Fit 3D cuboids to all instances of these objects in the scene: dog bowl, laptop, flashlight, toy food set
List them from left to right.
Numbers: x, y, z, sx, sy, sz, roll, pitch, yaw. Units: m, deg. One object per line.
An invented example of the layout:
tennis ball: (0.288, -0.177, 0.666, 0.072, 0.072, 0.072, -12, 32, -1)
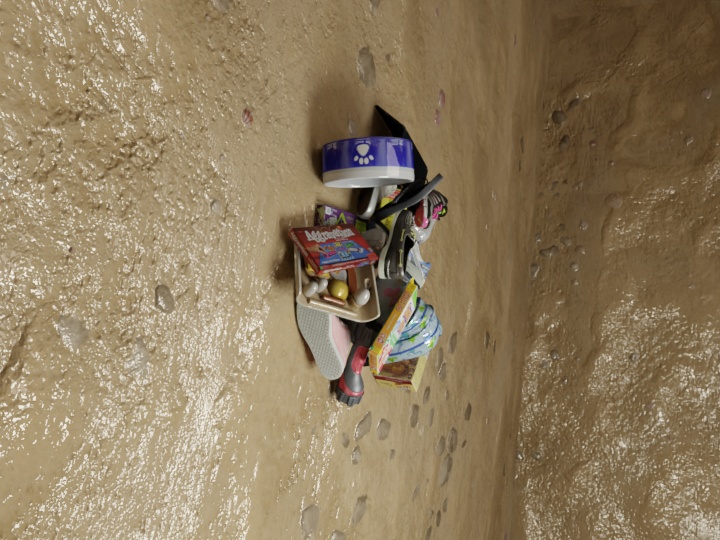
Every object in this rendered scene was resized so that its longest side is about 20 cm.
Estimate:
toy food set: (-0.048, 0.010, 1.104, 0.197, 0.060, 0.147, 20, 48, -36)
flashlight: (0.000, 0.202, 1.216, 0.069, 0.066, 0.204, -107, -147, -59)
dog bowl: (0.015, -0.224, 1.167, 0.199, 0.195, 0.082, -9, 97, -60)
laptop: (0.094, -0.288, 1.405, 0.103, 0.200, 0.177, -43, 143, 1)

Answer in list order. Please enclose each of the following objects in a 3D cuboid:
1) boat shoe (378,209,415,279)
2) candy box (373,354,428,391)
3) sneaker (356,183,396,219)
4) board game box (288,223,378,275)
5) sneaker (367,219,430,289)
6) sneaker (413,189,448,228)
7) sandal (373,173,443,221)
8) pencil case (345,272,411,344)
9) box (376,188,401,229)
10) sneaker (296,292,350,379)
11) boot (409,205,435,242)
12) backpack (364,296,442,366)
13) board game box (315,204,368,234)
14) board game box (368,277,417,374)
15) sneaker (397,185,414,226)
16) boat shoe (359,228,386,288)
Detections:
boat shoe: (0.092, -0.060, 1.232, 0.073, 0.059, 0.204, 76, 27, -47)
candy box: (0.122, 0.216, 1.479, 0.203, 0.112, 0.056, -66, 144, -34)
sneaker: (0.051, -0.195, 1.330, 0.084, 0.072, 0.204, 34, 54, -25)
board game box: (-0.049, -0.048, 1.113, 0.104, 0.020, 0.198, 52, 31, 17)
sneaker: (0.096, -0.052, 1.338, 0.201, 0.077, 0.085, 50, 65, -15)
sneaker: (0.194, -0.166, 1.479, 0.201, 0.085, 0.075, -75, -175, -60)
sandal: (0.097, -0.166, 1.227, 0.043, 0.198, 0.076, 55, 42, -10)
pencil case: (0.041, 0.088, 1.268, 0.089, 0.083, 0.203, 28, 99, -31)
box: (0.072, -0.104, 1.399, 0.050, 0.073, 0.206, 141, -40, -74)
sneaker: (-0.074, 0.116, 1.165, 0.105, 0.073, 0.205, -58, 134, -66)
boot: (0.179, -0.181, 1.604, 0.097, 0.072, 0.203, 58, 37, -34)
backpack: (0.103, 0.147, 1.355, 0.164, 0.195, 0.157, -51, 133, -46)
board game box: (-0.041, -0.070, 1.249, 0.198, 0.031, 0.124, 11, 79, -61)
board game box: (0.075, 0.117, 1.188, 0.203, 0.029, 0.096, -60, 162, -27)
sneaker: (0.112, -0.145, 1.476, 0.070, 0.074, 0.207, -21, 111, -58)
boat shoe: (0.000, 0.000, 1.243, 0.203, 0.075, 0.071, -59, 155, 5)
